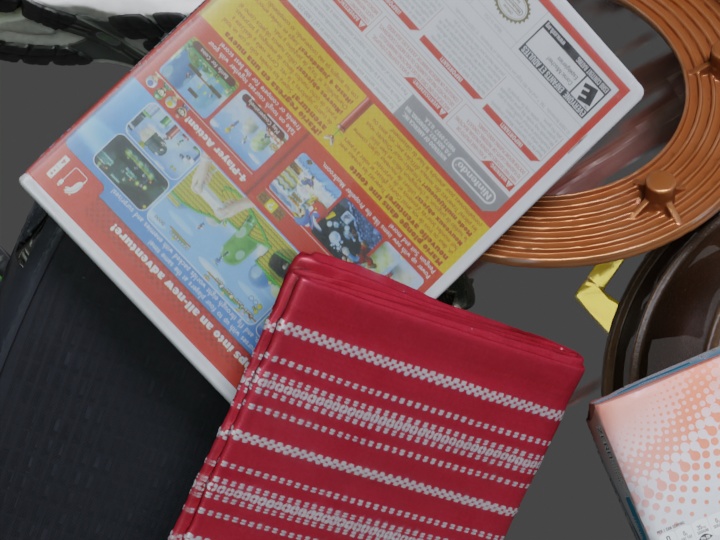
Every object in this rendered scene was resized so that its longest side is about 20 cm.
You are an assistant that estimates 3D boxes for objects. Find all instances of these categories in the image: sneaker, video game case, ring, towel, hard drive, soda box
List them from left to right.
[{"bbox_3d":[-0.093,0.061,0.786,0.135,0.042,0.200,19,104,-8],"label":"hard drive"},{"bbox_3d":[-0.082,-0.125,0.797,0.199,0.074,0.081,12,69,7],"label":"sneaker"},{"bbox_3d":[-0.009,-0.051,0.744,0.200,0.017,0.143,-44,98,-5],"label":"video game case"},{"bbox_3d":[-0.008,0.100,0.750,0.144,0.022,0.200,19,102,-32],"label":"towel"},{"bbox_3d":[0.073,-0.083,0.822,0.200,0.019,0.201,0,51,0],"label":"ring"},{"bbox_3d":[0.175,0.036,0.620,0.200,0.064,0.069,-23,85,4],"label":"soda box"}]

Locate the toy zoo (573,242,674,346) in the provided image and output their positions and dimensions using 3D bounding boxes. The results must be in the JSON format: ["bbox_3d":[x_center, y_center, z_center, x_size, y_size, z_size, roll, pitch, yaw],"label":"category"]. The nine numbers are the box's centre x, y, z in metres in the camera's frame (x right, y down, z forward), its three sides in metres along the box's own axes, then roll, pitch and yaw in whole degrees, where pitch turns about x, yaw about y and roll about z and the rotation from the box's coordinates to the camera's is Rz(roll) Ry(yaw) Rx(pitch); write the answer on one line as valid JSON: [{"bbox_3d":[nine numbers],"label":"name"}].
[{"bbox_3d":[0.186,-0.006,0.861,0.131,0.020,0.200,36,90,6],"label":"toy zoo"}]

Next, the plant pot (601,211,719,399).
[{"bbox_3d":[0.197,0.049,0.748,0.200,0.198,0.201,0,87,4],"label":"plant pot"}]

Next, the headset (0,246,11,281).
[{"bbox_3d":[-0.185,0.075,0.876,0.123,0.094,0.200,-23,69,3],"label":"headset"}]

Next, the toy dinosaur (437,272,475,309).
[{"bbox_3d":[0.000,0.000,0.849,0.199,0.102,0.077,17,71,-4],"label":"toy dinosaur"}]
